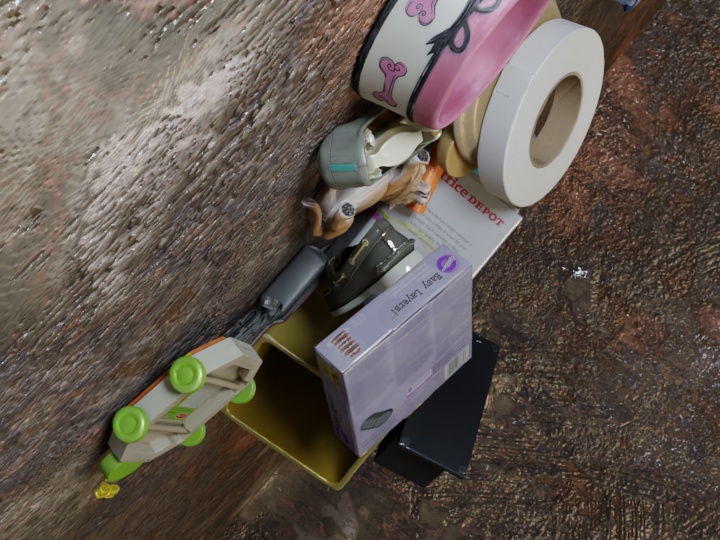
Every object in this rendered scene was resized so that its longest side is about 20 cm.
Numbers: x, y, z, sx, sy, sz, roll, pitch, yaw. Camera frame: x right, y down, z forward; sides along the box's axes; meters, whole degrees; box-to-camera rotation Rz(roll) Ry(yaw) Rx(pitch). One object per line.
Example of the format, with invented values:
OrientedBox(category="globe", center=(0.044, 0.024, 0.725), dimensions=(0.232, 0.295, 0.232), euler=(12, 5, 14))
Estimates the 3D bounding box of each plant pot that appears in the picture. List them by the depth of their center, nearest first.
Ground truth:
OrientedBox(category="plant pot", center=(-0.036, 0.123, 1.236), dimensions=(0.201, 0.194, 0.195), euler=(-57, 179, -44))

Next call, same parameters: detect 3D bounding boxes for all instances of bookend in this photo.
OrientedBox(category="bookend", center=(0.079, 0.200, 1.216), dimensions=(0.199, 0.091, 0.201), euler=(-57, -172, 50))

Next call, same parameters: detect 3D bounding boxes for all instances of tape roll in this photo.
OrientedBox(category="tape roll", center=(0.196, -0.167, 1.006), dimensions=(0.202, 0.037, 0.204), euler=(-39, 144, -35))

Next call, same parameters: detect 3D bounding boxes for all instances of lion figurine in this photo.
OrientedBox(category="lion figurine", center=(0.000, -0.078, 0.930), dimensions=(0.199, 0.073, 0.123), euler=(-28, 170, -33))

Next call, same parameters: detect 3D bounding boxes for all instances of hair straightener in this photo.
OrientedBox(category="hair straightener", center=(-0.109, 0.044, 0.986), dimensions=(0.200, 0.041, 0.077), euler=(-42, 166, -19))

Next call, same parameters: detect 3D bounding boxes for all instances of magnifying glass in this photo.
OrientedBox(category="magnifying glass", center=(0.100, -0.157, 1.023), dimensions=(0.079, 0.022, 0.202), euler=(16, 99, -55))

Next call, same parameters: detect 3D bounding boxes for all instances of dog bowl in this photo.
OrientedBox(category="dog bowl", center=(0.085, -0.200, 0.756), dimensions=(0.201, 0.074, 0.200), euler=(-49, 172, -9))

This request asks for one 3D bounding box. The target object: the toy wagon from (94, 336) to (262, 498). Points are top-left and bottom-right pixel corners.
OrientedBox(category="toy wagon", center=(-0.184, 0.141, 0.900), dimensions=(0.200, 0.040, 0.155), euler=(-40, 163, 2))

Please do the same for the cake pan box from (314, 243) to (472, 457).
OrientedBox(category="cake pan box", center=(0.047, 0.088, 1.031), dimensions=(0.199, 0.052, 0.185), euler=(-39, 149, -19))

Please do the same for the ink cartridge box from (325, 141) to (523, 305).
OrientedBox(category="ink cartridge box", center=(0.072, -0.040, 1.117), dimensions=(0.200, 0.144, 0.085), euler=(-50, -164, 11))

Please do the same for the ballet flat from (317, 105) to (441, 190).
OrientedBox(category="ballet flat", center=(0.039, -0.124, 0.839), dimensions=(0.063, 0.068, 0.200), euler=(2, -151, 37))

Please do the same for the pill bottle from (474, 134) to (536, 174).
OrientedBox(category="pill bottle", center=(0.132, -0.128, 1.235), dimensions=(0.201, 0.111, 0.111), euler=(-52, 172, 21))

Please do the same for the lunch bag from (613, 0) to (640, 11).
OrientedBox(category="lunch bag", center=(0.443, -0.496, 1.399), dimensions=(0.161, 0.075, 0.200), euler=(-50, 174, -18))

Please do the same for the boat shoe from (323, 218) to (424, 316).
OrientedBox(category="boat shoe", center=(0.002, -0.002, 0.994), dimensions=(0.072, 0.060, 0.202), euler=(-39, -178, -25))

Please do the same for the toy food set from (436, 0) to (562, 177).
OrientedBox(category="toy food set", center=(0.152, -0.205, 0.990), dimensions=(0.198, 0.048, 0.201), euler=(-41, 144, -32))
